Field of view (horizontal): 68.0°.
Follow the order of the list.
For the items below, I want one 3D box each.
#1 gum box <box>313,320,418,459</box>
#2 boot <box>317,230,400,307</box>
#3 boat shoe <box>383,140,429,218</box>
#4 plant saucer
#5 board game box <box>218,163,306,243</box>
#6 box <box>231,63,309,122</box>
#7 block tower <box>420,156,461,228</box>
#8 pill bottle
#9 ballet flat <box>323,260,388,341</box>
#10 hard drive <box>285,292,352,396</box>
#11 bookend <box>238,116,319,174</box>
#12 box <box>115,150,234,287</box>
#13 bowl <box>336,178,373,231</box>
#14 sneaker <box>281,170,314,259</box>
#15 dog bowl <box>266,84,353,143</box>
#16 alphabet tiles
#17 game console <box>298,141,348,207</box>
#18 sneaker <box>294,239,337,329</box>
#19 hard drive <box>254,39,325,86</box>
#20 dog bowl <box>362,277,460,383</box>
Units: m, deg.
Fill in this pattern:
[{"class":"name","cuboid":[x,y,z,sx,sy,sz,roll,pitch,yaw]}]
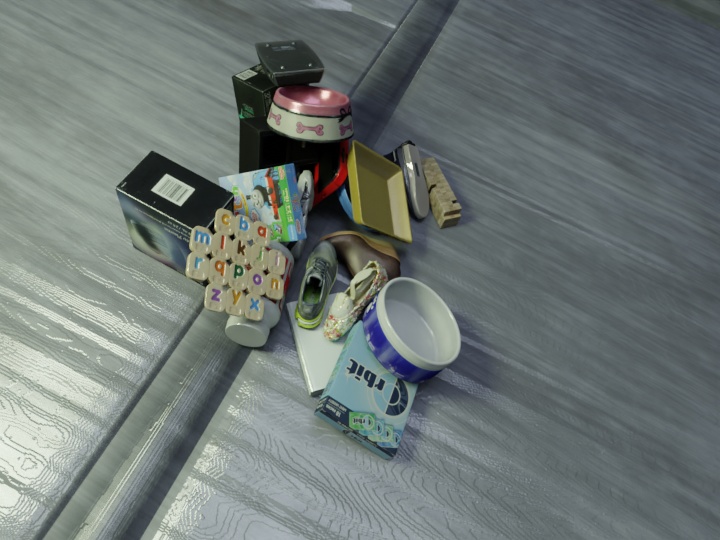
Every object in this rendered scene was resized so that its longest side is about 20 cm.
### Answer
[{"class":"gum box","cuboid":[0.023,0.229,1.041,0.168,0.044,0.202,34,53,-12]},{"class":"boot","cuboid":[0.000,0.000,1.201,0.195,0.073,0.170,5,54,-12]},{"class":"boat shoe","cuboid":[0.117,-0.226,1.394,0.074,0.091,0.206,5,74,-51]},{"class":"plant saucer","cuboid":[0.037,-0.169,1.230,0.198,0.048,0.205,17,61,-49]},{"class":"board game box","cuboid":[-0.211,-0.135,1.140,0.196,0.155,0.036,-2,13,35]},{"class":"box","cuboid":[-0.212,-0.391,1.323,0.123,0.203,0.148,32,54,30]},{"class":"block tower","cuboid":[0.199,-0.211,1.405,0.056,0.054,0.203,-12,60,-22]},{"class":"pill bottle","cuboid":[-0.208,0.046,1.094,0.109,0.113,0.204,13,54,-4]},{"class":"ballet flat","cuboid":[-0.017,0.054,1.116,0.075,0.065,0.201,21,59,35]},{"class":"hard drive","cuboid":[-0.070,0.148,1.113,0.129,0.026,0.203,-10,59,-20]},{"class":"bookend","cuboid":[-0.182,-0.254,1.263,0.196,0.204,0.092,-17,39,-38]},{"class":"box","cuboid":[-0.369,-0.098,1.098,0.197,0.200,0.125,27,57,6]},{"class":"bowl","cuboid":[0.023,-0.189,1.306,0.197,0.039,0.206,18,61,-35]},{"class":"sneaker","cuboid":[-0.171,-0.134,1.211,0.112,0.075,0.206,11,89,1]},{"class":"dog bowl","cuboid":[-0.106,-0.348,1.171,0.194,0.075,0.202,7,32,-4]},{"class":"alphabet tiles","cuboid":[-0.229,-0.010,1.005,0.197,0.014,0.201,17,64,-37]},{"class":"game console","cuboid":[-0.092,-0.251,1.300,0.031,0.176,0.204,25,47,-32]},{"class":"sneaker","cuboid":[-0.087,0.018,1.123,0.072,0.081,0.204,12,59,-4]},{"class":"hard drive","cuboid":[-0.165,-0.480,1.232,0.132,0.043,0.201,-12,42,-17]},{"class":"dog bowl","cuboid":[0.104,0.119,1.078,0.197,0.079,0.203,24,41,-23]}]
